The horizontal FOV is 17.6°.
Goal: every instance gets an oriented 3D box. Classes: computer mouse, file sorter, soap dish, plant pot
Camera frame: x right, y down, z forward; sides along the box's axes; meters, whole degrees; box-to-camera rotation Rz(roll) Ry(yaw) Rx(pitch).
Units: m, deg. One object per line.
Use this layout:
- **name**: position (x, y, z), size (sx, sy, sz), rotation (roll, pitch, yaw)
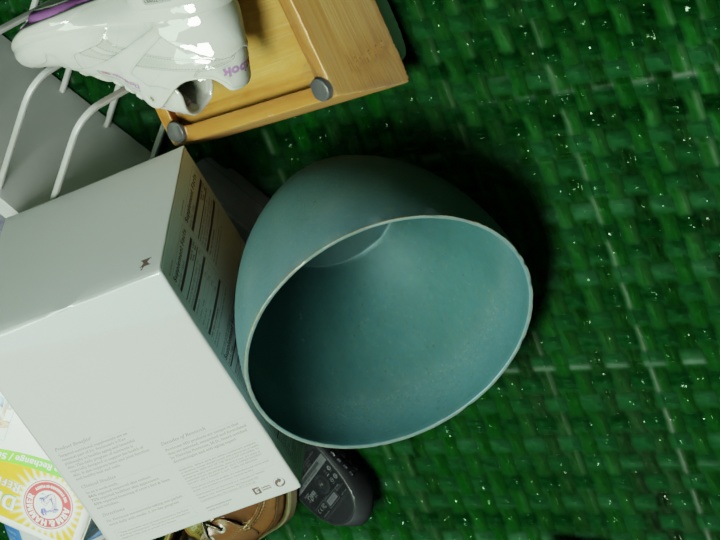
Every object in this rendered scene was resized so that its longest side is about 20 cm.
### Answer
- **computer mouse**: position (-0.057, 0.114, 1.778), size (0.200, 0.034, 0.059), rotation (50, 133, 12)
- **file sorter**: position (-0.244, -0.144, 1.687), size (0.200, 0.139, 0.125), rotation (38, 132, 14)
- **soap dish**: position (-0.079, -0.171, 1.569), size (0.199, 0.081, 0.158), rotation (-13, 108, 43)
- **plant pot**: position (0.000, 0.000, 1.560), size (0.135, 0.199, 0.201), rotation (-115, 28, -45)

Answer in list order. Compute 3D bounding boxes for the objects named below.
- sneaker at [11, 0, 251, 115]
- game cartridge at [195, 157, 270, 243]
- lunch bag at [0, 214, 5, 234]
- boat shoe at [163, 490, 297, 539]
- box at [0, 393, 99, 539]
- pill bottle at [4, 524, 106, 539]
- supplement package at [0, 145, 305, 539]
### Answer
- **sneaker**: position (-0.155, -0.143, 1.537), size (0.199, 0.075, 0.100), rotation (-4, 112, 41)
- **game cartridge**: position (-0.103, 0.031, 1.732), size (0.133, 0.040, 0.201), rotation (36, 126, 14)
- **lunch bag**: position (-0.290, -0.045, 1.764), size (0.199, 0.170, 0.128), rotation (36, 132, 12)
- **boat shoe**: position (-0.105, 0.191, 1.806), size (0.072, 0.068, 0.200), rotation (52, 148, 17)
- **box**: position (-0.270, 0.116, 1.760), size (0.199, 0.113, 0.102), rotation (23, 107, 6)
- **pill bottle**: position (-0.231, 0.233, 1.936), size (0.112, 0.112, 0.201), rotation (5, 119, 38)
- **supplement package**: position (-0.145, 0.055, 1.602), size (0.151, 0.151, 0.201), rotation (-20, 122, 17)
